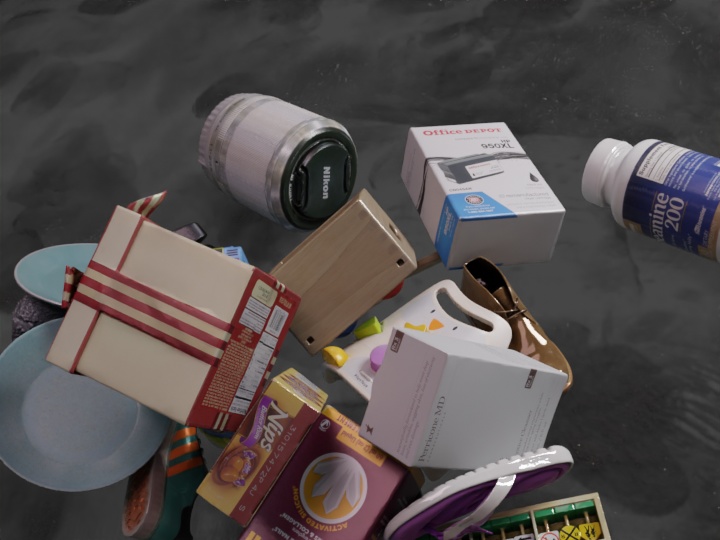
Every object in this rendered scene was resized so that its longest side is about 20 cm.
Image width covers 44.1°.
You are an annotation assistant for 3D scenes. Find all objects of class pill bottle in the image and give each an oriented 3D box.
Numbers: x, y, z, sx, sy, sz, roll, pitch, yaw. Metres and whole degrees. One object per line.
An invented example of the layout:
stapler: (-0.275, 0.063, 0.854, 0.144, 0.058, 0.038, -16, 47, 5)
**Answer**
pill bottle: (0.369, -0.090, 1.053, 0.199, 0.112, 0.111, 27, 61, 38)

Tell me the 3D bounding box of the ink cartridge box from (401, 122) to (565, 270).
ink cartridge box: (0.150, -0.100, 1.135, 0.143, 0.085, 0.201, -5, 42, -16)

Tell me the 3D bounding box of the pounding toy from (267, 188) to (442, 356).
pounding toy: (0.000, 0.000, 1.068, 0.184, 0.143, 0.200, -40, 5, 8)

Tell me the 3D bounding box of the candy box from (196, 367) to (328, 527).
candy box: (-0.085, 0.157, 0.836, 0.056, 0.200, 0.117, 34, 86, 0)

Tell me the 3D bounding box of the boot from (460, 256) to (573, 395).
boot: (0.169, 0.063, 1.011, 0.073, 0.076, 0.201, -26, 47, -10)

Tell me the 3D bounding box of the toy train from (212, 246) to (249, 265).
toy train: (-0.232, 0.037, 1.160, 0.197, 0.087, 0.116, -7, 60, 4)

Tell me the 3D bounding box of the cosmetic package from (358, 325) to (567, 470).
cosmetic package: (0.103, 0.129, 0.864, 0.081, 0.199, 0.114, 23, 98, 45)

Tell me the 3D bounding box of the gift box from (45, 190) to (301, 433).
gift box: (-0.182, 0.040, 0.904, 0.185, 0.185, 0.202, 21, 78, 16)

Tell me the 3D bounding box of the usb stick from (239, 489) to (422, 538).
usb stick: (-0.029, 0.267, 0.921, 0.197, 0.033, 0.056, -17, 50, 3)

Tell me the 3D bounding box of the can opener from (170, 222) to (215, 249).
can opener: (-0.286, 0.019, 1.238, 0.199, 0.063, 0.079, -37, 72, -2)

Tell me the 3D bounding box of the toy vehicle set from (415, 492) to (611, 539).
toy vehicle set: (0.143, 0.291, 0.839, 0.197, 0.027, 0.125, -14, 45, 8)

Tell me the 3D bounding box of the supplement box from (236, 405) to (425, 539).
supplement box: (-0.037, 0.251, 0.863, 0.110, 0.086, 0.201, 28, 73, 23)

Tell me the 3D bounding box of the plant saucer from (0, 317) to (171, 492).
plant saucer: (-0.306, 0.148, 0.972, 0.198, 0.039, 0.203, 8, 57, -13)

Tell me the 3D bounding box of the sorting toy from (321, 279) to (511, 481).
sorting toy: (0.069, 0.093, 0.992, 0.180, 0.107, 0.199, -40, 48, -15)

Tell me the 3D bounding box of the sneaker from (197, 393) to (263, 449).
sneaker: (-0.132, 0.160, 1.009, 0.198, 0.106, 0.076, 19, 56, 33)

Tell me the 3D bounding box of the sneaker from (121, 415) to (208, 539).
sneaker: (-0.209, 0.214, 1.006, 0.071, 0.080, 0.202, -26, 45, 38)

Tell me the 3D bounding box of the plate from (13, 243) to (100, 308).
plate: (-0.315, 0.015, 1.076, 0.197, 0.026, 0.201, 10, 22, -4)

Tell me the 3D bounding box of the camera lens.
camera lens: (-0.115, -0.156, 1.262, 0.199, 0.161, 0.160, 28, 62, 38)

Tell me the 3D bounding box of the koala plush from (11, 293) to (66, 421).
koala plush: (-0.324, 0.149, 1.080, 0.197, 0.185, 0.179, 9, 58, 0)

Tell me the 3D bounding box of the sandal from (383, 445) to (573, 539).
sandal: (0.118, 0.222, 0.842, 0.200, 0.083, 0.050, -21, 56, -10)
